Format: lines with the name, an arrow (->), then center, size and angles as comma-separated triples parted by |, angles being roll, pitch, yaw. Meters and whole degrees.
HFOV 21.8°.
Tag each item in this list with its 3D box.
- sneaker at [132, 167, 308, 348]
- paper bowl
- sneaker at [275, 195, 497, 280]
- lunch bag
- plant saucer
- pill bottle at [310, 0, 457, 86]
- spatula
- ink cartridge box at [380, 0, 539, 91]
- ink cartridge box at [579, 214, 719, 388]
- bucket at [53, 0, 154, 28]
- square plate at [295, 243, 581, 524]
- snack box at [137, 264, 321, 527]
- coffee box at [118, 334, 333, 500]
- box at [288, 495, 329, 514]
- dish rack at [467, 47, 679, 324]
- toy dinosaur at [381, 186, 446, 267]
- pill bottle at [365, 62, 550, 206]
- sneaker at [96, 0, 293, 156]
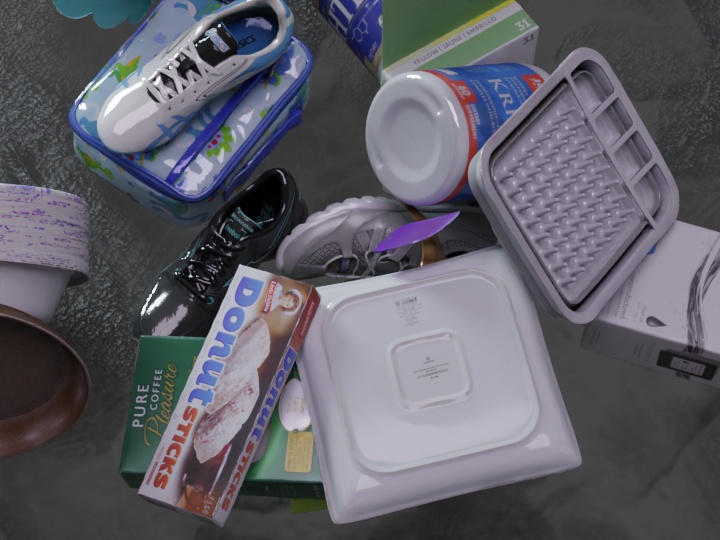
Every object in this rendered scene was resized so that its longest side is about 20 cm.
sneaker -> -0.123, -0.012, 1.584 | 0.075, 0.079, 0.200 | 36, 69, 14
paper bowl -> -0.318, -0.005, 1.504 | 0.199, 0.201, 0.105 | -1, 83, -3
sneaker -> 0.027, -0.016, 1.593 | 0.199, 0.075, 0.082 | -11, 63, -9
lunch bag -> -0.144, -0.148, 1.648 | 0.160, 0.083, 0.200 | 35, 69, 11
plant saucer -> -0.311, 0.081, 1.466 | 0.199, 0.201, 0.032 | -2, 51, -4
pill bottle -> 0.012, -0.268, 1.691 | 0.119, 0.120, 0.200 | -33, 69, -17
spatula -> 0.000, 0.000, 1.539 | 0.021, 0.200, 0.057 | 53, 38, -3
ink cartridge box -> 0.085, -0.193, 1.613 | 0.145, 0.200, 0.048 | -31, 66, -17
ink cartridge box -> 0.298, 0.031, 1.589 | 0.199, 0.067, 0.116 | 15, 63, 5
bucket -> -0.234, -0.336, 1.672 | 0.206, 0.208, 0.135 | 25, 60, 9
square plate -> 0.053, 0.082, 1.461 | 0.199, 0.028, 0.199 | -13, 66, -3
snack box -> -0.101, 0.096, 1.457 | 0.072, 0.024, 0.201 | 14, 72, 27
coffee box -> -0.087, 0.117, 1.496 | 0.199, 0.044, 0.124 | 1, 66, 7
box -> 0.032, 0.125, 1.541 | 0.199, 0.048, 0.123 | -7, 65, -5
dish rack -> 0.169, -0.067, 1.518 | 0.200, 0.043, 0.172 | -46, 111, -39
toy dinosaur -> 0.063, 0.020, 1.525 | 0.106, 0.060, 0.201 | 8, 69, -5
pill bottle -> 0.109, -0.119, 1.583 | 0.199, 0.112, 0.112 | -12, 60, -44
sneaker -> -0.142, -0.171, 1.575 | 0.200, 0.073, 0.072 | -38, 76, -16
